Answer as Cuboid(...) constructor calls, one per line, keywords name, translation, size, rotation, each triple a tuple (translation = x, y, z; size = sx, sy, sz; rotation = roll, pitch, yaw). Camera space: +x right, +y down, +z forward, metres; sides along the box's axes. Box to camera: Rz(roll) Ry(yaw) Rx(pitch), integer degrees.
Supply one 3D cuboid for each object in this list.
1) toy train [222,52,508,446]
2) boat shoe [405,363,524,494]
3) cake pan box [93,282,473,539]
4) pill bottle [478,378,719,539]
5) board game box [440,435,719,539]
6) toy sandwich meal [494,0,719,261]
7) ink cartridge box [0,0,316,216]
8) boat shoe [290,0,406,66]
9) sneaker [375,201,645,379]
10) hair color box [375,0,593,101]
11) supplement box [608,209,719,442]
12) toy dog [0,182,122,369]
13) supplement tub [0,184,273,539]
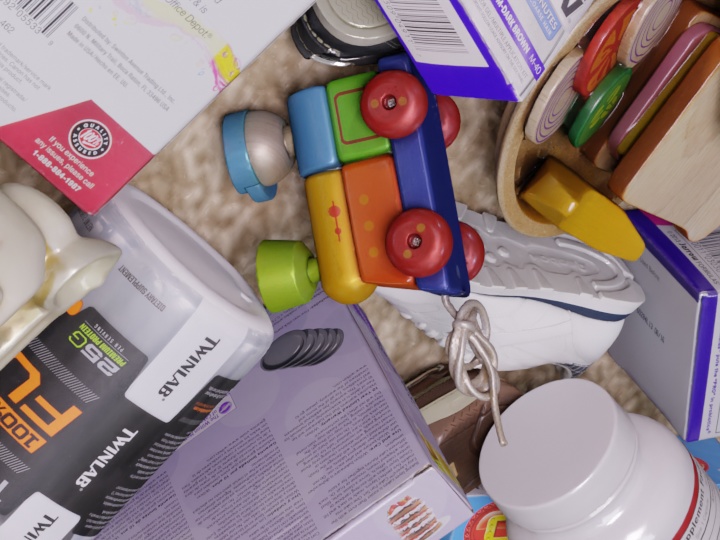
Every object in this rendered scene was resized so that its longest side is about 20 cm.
Cuboid(name="toy train", translation=(0.000, 0.000, 1.284), size=(0.116, 0.085, 0.200), rotation=(-12, 83, 15))
Cuboid(name="boat shoe", translation=(-0.004, 0.115, 1.403), size=(0.202, 0.075, 0.075), rotation=(-27, 127, -24))
Cuboid(name="cake pan box", translation=(-0.060, 0.115, 1.316), size=(0.200, 0.184, 0.052), rotation=(-36, 126, 3))
Cuboid(name="pill bottle", translation=(0.152, 0.151, 1.414), size=(0.112, 0.112, 0.200), rotation=(-40, 126, 2))
Cuboid(name="board game box", translation=(0.117, 0.198, 1.531), size=(0.200, 0.056, 0.196), rotation=(-1, 119, -24))
Cuboid(name="toy sandwich meal", translation=(0.155, -0.081, 1.337), size=(0.205, 0.070, 0.205), rotation=(-35, 149, -25))
Cuboid(name="ink cartridge box", translation=(-0.113, -0.149, 1.202), size=(0.200, 0.083, 0.146), rotation=(-43, 126, 5))
Cuboid(name="boat shoe", translation=(0.058, -0.152, 1.302), size=(0.200, 0.072, 0.068), rotation=(-19, 163, -21))
Cuboid(name="sneaker", translation=(0.059, 0.015, 1.390), size=(0.200, 0.076, 0.081), rotation=(16, 126, -27))
Cuboid(name="hair color box", translation=(0.083, -0.190, 1.226), size=(0.200, 0.065, 0.109), rotation=(-56, 132, -26))
Cuboid(name="supplement box", translation=(0.255, 0.016, 1.456), size=(0.200, 0.101, 0.103), rotation=(-10, 123, -18))
Cuboid(name="toy dog", translation=(-0.235, -0.030, 1.147), size=(0.200, 0.194, 0.140), rotation=(45, 93, 5))
Cuboid(name="supplement tub", translation=(-0.150, 0.063, 1.289), size=(0.200, 0.123, 0.123), rotation=(-48, 126, 7))
